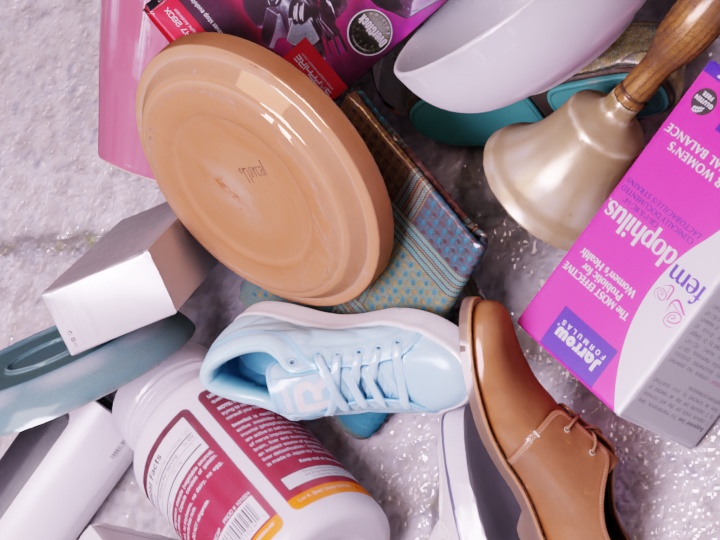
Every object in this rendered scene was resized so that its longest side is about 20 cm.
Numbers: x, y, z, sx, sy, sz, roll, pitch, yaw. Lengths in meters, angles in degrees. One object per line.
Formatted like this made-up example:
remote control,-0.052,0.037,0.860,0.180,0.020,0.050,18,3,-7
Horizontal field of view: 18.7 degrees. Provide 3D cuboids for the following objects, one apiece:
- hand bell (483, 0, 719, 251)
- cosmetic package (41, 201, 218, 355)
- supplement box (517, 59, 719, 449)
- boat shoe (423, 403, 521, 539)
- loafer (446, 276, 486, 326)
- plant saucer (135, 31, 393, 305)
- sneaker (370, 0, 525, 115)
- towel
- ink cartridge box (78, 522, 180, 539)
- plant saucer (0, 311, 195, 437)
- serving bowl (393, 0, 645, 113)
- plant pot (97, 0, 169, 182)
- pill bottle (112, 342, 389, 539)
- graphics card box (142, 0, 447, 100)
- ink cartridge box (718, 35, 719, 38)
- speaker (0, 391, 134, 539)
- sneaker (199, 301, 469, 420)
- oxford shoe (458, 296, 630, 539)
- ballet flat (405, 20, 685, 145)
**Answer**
hand bell,0.167,-0.111,1.323,0.200,0.104,0.105,-53,48,41
cosmetic package,-0.145,-0.004,1.496,0.082,0.200,0.051,-24,100,15
supplement box,0.205,-0.008,1.312,0.101,0.103,0.200,42,102,37
boat shoe,0.065,0.185,1.370,0.070,0.071,0.201,-19,71,26
loafer,0.034,-0.023,1.452,0.200,0.069,0.075,56,138,16
plant saucer,-0.067,-0.058,1.388,0.199,0.201,0.032,14,45,37
sneaker,0.087,-0.183,1.473,0.092,0.076,0.201,39,99,32
towel,0.000,0.000,1.431,0.147,0.022,0.200,50,134,22
ink cartridge box,-0.100,0.264,1.407,0.084,0.145,0.200,-54,53,9
plant saucer,-0.210,0.066,1.494,0.199,0.200,0.028,-16,103,30
serving bowl,0.117,-0.161,1.349,0.200,0.066,0.200,-37,14,11
plant pot,-0.104,-0.152,1.533,0.199,0.199,0.180,23,103,38
pill bottle,-0.079,0.139,1.454,0.113,0.113,0.200,-52,53,9
graphics card box,-0.026,-0.186,1.408,0.200,0.126,0.051,-41,15,0
ink cartridge box,0.291,-0.250,1.318,0.175,0.045,0.201,-6,79,14
speaker,-0.234,0.169,1.573,0.200,0.081,0.081,-53,53,9
sneaker,-0.015,0.071,1.387,0.199,0.074,0.082,2,31,36
oxford shoe,0.116,0.101,1.322,0.071,0.071,0.201,-19,103,24
ballet flat,0.125,-0.126,1.438,0.199,0.071,0.071,-6,71,34
